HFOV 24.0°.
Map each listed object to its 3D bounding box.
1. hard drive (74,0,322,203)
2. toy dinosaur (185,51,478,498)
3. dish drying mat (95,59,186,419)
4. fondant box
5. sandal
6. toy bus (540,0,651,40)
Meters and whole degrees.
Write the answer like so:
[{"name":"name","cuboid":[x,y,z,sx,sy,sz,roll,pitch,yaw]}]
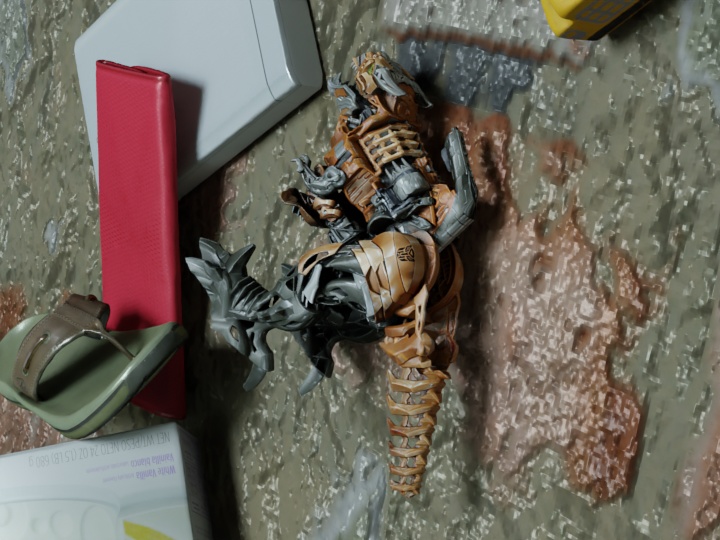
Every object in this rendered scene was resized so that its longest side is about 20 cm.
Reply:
[{"name":"hard drive","cuboid":[-0.100,-0.121,0.981,0.199,0.026,0.133,-32,63,46]},{"name":"toy dinosaur","cuboid":[0.000,0.000,0.804,0.135,0.102,0.202,-21,49,31]},{"name":"dish drying mat","cuboid":[-0.127,-0.018,0.982,0.077,0.018,0.202,19,114,50]},{"name":"fondant box","cuboid":[-0.149,0.197,0.930,0.058,0.143,0.202,66,-166,-75]},{"name":"sandal","cuboid":[-0.170,0.047,0.965,0.200,0.080,0.058,2,133,53]},{"name":"toy bus","cuboid":[0.073,-0.202,0.730,0.065,0.078,0.202,-34,62,45]}]
